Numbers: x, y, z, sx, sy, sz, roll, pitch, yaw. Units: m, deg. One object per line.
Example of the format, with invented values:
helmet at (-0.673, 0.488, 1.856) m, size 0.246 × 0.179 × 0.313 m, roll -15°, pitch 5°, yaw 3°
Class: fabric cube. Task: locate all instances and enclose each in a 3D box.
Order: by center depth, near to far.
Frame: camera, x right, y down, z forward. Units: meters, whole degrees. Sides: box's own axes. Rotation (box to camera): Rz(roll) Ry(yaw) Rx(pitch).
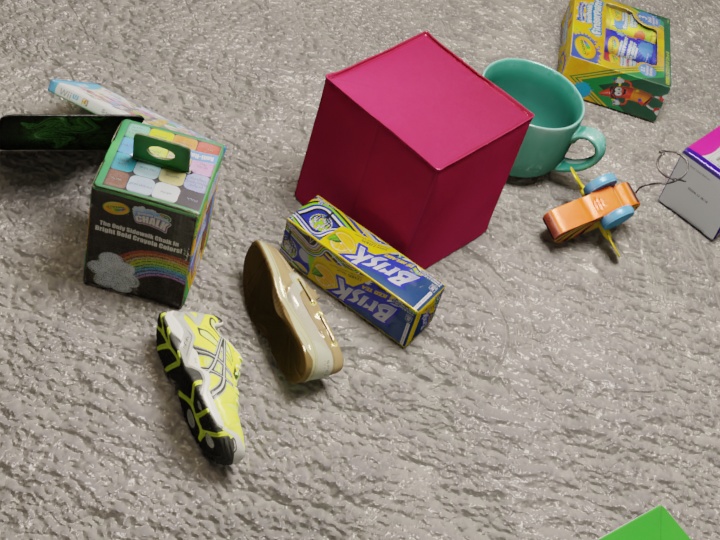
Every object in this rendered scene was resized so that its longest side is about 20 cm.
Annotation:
fabric cube at (0.062, -0.143, 1.571) m, size 0.196 × 0.200 × 0.200 m, roll -30°, pitch 62°, yaw -37°

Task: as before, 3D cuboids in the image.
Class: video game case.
video game case at (-0.277, -0.190, 1.576) m, size 0.199 × 0.018 × 0.143 m, roll 26°, pitch 10°, yaw 7°

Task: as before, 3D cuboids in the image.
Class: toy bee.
toy bee at (0.338, -0.079, 1.691) m, size 0.198 × 0.109 × 0.132 m, roll -4°, pitch 74°, yaw -2°

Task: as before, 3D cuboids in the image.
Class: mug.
mug at (0.230, -0.192, 1.738) m, size 0.151 × 0.115 × 0.186 m, roll -12°, pitch 52°, yaw -29°

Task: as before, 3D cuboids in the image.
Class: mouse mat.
mouse mat at (-0.349, -0.161, 1.477) m, size 0.159 × 0.200 × 0.008 m, roll -2°, pitch 84°, yaw -20°

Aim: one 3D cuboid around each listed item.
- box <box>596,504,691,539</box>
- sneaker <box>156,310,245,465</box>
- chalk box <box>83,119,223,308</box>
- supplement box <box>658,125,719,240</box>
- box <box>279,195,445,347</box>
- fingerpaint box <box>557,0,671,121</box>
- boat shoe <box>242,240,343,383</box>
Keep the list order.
box at (0.279, 0.360, 1.169) m, size 0.096 × 0.177 × 0.200 m, roll -18°, pitch 54°, yaw -32°
sneaker at (-0.155, 0.116, 1.333) m, size 0.076 × 0.076 × 0.201 m, roll -9°, pitch 52°, yaw -25°
chalk box at (-0.230, -0.080, 1.407) m, size 0.124 × 0.201 × 0.125 m, roll 16°, pitch 44°, yaw -3°
supplement box at (0.536, -0.144, 1.805) m, size 0.101 × 0.104 × 0.199 m, roll 41°, pitch 49°, yaw 23°
box at (0.000, 0.000, 1.502) m, size 0.199 × 0.070 × 0.064 m, roll 35°, pitch 48°, yaw 16°
fingerpaint box at (0.400, -0.343, 1.973) m, size 0.165 × 0.074 × 0.201 m, roll 17°, pitch 44°, yaw -2°
boat shoe at (-0.079, 0.048, 1.437) m, size 0.066 × 0.074 × 0.201 m, roll 3°, pitch 47°, yaw -34°
